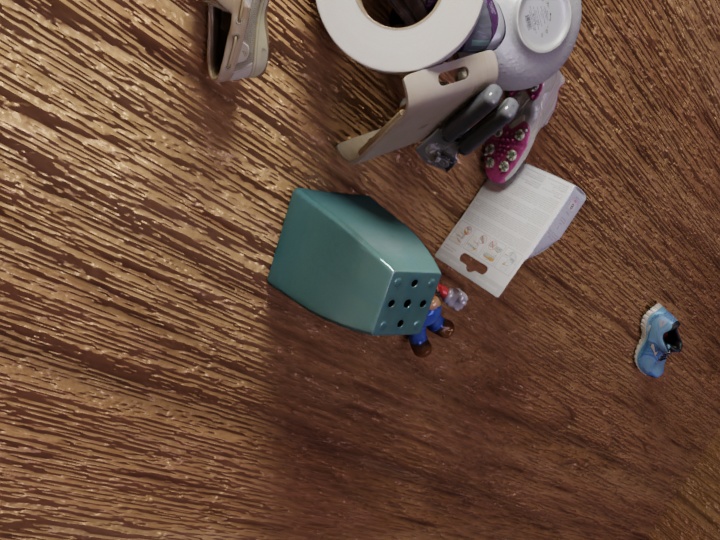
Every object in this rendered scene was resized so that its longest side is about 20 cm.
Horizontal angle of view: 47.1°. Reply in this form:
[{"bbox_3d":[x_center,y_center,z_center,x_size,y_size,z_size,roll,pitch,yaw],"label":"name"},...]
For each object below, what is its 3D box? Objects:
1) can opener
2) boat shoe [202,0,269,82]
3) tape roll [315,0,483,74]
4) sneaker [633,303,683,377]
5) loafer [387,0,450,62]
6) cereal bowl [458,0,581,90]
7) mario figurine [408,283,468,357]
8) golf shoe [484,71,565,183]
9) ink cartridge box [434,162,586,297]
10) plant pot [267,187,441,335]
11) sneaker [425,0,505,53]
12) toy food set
[{"bbox_3d":[0.139,-0.190,1.079,0.053,0.200,0.067,36,62,-11],"label":"can opener"},{"bbox_3d":[-0.138,-0.299,0.884,0.065,0.072,0.202,-20,133,-32],"label":"boat shoe"},{"bbox_3d":[0.046,-0.329,0.949,0.037,0.201,0.204,-46,161,-77],"label":"tape roll"},{"bbox_3d":[0.679,0.175,1.872,0.078,0.090,0.201,-31,133,-23],"label":"sneaker"},{"bbox_3d":[0.049,-0.335,1.036,0.063,0.072,0.201,-31,128,3],"label":"loafer"},{"bbox_3d":[0.226,-0.345,1.126,0.198,0.083,0.202,-9,109,-26],"label":"cereal bowl"},{"bbox_3d":[0.103,0.064,1.287,0.201,0.105,0.124,67,33,-50],"label":"mario figurine"},{"bbox_3d":[0.257,-0.226,1.272,0.091,0.075,0.202,4,113,-46],"label":"golf shoe"},{"bbox_3d":[0.229,-0.067,1.279,0.057,0.162,0.201,27,96,-42],"label":"ink cartridge box"},{"bbox_3d":[0.000,0.000,1.093,0.140,0.200,0.143,2,115,-41],"label":"plant pot"},{"bbox_3d":[0.107,-0.356,0.995,0.087,0.074,0.202,-17,84,-36],"label":"sneaker"},{"bbox_3d":[0.066,-0.209,1.049,0.143,0.200,0.061,-23,84,-29],"label":"toy food set"}]
